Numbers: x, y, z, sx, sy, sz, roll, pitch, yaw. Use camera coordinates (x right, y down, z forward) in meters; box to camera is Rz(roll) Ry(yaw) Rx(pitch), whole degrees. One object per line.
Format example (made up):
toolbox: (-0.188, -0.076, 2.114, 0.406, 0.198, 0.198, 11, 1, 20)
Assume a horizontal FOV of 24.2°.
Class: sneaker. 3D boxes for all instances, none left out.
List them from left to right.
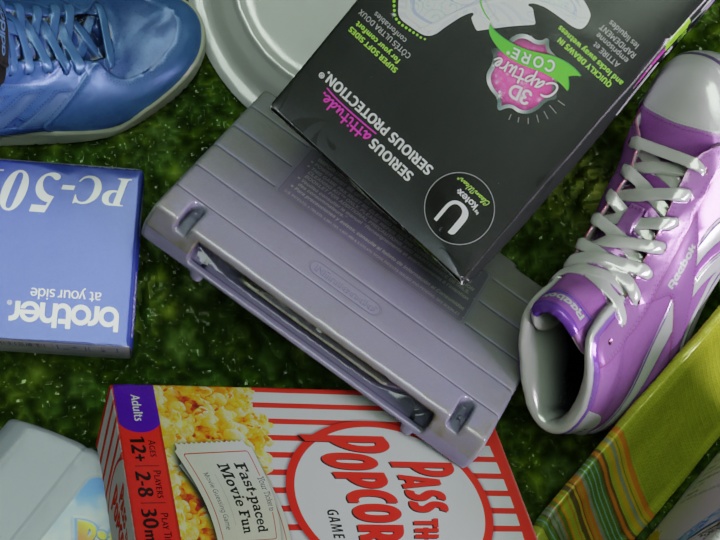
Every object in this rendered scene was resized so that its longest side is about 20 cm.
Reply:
sneaker: (-0.173, -0.112, 0.855, 0.197, 0.111, 0.078, -12, 79, -10)
sneaker: (0.135, -0.010, 0.828, 0.072, 0.114, 0.203, 21, 105, 32)

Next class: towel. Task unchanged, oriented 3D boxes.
towel: (0.160, 0.086, 0.868, 0.018, 0.086, 0.200, 32, 72, 36)

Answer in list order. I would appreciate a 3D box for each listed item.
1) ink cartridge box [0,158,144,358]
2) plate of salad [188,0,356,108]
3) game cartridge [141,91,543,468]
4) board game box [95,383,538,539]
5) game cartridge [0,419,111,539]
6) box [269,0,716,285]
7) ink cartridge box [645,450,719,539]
ink cartridge box: (-0.213, -0.010, 0.862, 0.197, 0.044, 0.095, 4, 78, -6)
plate of salad: (0.002, -0.166, 0.912, 0.197, 0.048, 0.203, 1, 94, 9)
game cartridge: (0.000, 0.000, 0.861, 0.199, 0.039, 0.130, 36, 38, 2)
board game box: (-0.017, 0.124, 0.794, 0.198, 0.047, 0.152, 3, 40, -20)
game cartridge: (-0.128, 0.173, 0.836, 0.199, 0.041, 0.134, 38, 72, 2)
box: (0.076, -0.113, 0.803, 0.124, 0.148, 0.200, 42, 100, 4)
ink cartridge box: (0.201, 0.186, 0.816, 0.147, 0.145, 0.200, 41, 75, 4)
